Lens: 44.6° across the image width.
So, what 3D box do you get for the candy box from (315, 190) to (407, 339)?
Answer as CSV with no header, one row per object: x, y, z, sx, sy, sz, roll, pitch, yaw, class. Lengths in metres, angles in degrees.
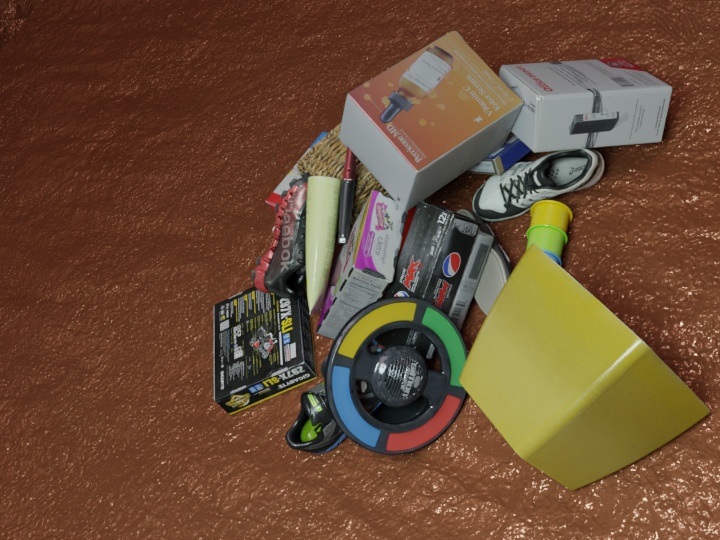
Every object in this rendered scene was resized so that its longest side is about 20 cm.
0.000,0.000,1.261,0.200,0.060,0.137,121,165,-54,candy box

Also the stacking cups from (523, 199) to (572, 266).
0.239,0.000,1.182,0.060,0.061,0.201,-2,53,33,stacking cups

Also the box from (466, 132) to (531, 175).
0.228,-0.208,1.347,0.200,0.033,0.121,-38,28,-27,box

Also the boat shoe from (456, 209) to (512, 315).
0.184,-0.010,1.235,0.067,0.057,0.201,-51,39,31,boat shoe

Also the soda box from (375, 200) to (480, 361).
0.086,0.015,1.171,0.071,0.063,0.202,27,100,46,soda box

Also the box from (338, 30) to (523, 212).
0.095,-0.207,1.213,0.199,0.107,0.153,-35,74,-22,box

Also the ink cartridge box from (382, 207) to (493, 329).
0.082,-0.003,1.256,0.199,0.057,0.164,26,100,41,ink cartridge box

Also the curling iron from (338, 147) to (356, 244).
-0.010,-0.138,1.276,0.049,0.025,0.202,6,79,38,curling iron

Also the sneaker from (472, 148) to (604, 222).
0.247,-0.131,1.255,0.199,0.088,0.076,-23,82,19,sneaker

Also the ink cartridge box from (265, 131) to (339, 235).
-0.076,-0.116,1.458,0.067,0.116,0.200,24,69,43,ink cartridge box

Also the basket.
0.028,-0.160,1.401,0.200,0.143,0.149,-44,47,-12,basket

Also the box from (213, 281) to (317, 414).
-0.153,0.108,1.372,0.158,0.049,0.201,-23,44,13,box

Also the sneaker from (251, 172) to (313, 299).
-0.093,-0.045,1.341,0.097,0.071,0.202,29,105,31,sneaker

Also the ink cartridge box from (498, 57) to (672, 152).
0.309,-0.236,1.238,0.198,0.084,0.145,-6,31,-13,ink cartridge box

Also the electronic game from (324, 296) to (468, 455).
0.049,0.133,1.107,0.200,0.200,0.042,-49,20,-12,electronic game

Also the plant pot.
0.234,0.126,0.993,0.177,0.200,0.200,-47,42,7,plant pot

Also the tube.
-0.061,-0.036,1.286,0.052,0.058,0.202,3,89,48,tube

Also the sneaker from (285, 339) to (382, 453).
-0.031,0.173,1.160,0.200,0.082,0.071,-52,58,24,sneaker

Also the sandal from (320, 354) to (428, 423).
0.010,0.157,1.217,0.199,0.048,0.076,21,68,43,sandal
